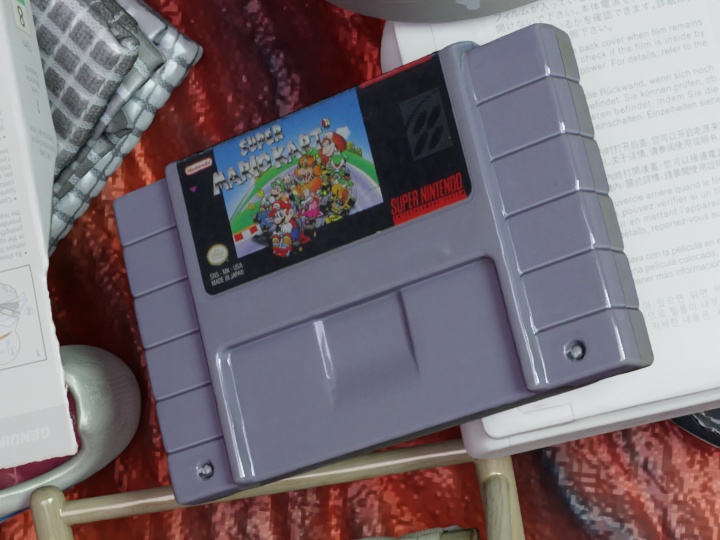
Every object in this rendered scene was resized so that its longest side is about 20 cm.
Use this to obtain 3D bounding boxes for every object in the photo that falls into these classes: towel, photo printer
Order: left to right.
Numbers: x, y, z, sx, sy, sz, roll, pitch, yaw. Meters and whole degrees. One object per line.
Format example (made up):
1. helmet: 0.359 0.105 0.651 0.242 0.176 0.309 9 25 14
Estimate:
1. towel: -0.193 -0.092 0.916 0.200 0.086 0.166 41 95 6
2. photo printer: 0.099 -0.042 0.820 0.166 0.069 0.201 -13 80 2

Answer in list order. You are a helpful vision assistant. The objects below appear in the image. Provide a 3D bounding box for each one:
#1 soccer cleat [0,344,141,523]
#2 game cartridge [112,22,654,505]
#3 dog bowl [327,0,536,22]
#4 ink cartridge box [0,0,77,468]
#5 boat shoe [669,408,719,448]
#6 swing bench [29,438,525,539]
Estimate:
1. soccer cleat: -0.186 0.088 0.911 0.200 0.086 0.070 -30 85 7
2. game cartridge: 0.000 0.000 0.790 0.200 0.038 0.130 -20 81 31
3. dog bowl: 0.037 -0.178 0.815 0.200 0.059 0.200 -10 54 14
4. ink cartridge box: -0.194 -0.011 0.845 0.161 0.050 0.201 -13 84 10
5. boat shoe: 0.112 -0.011 0.883 0.075 0.062 0.200 -30 85 7
6. swing bench: -0.021 0.186 0.860 0.198 0.130 0.200 -9 116 7
